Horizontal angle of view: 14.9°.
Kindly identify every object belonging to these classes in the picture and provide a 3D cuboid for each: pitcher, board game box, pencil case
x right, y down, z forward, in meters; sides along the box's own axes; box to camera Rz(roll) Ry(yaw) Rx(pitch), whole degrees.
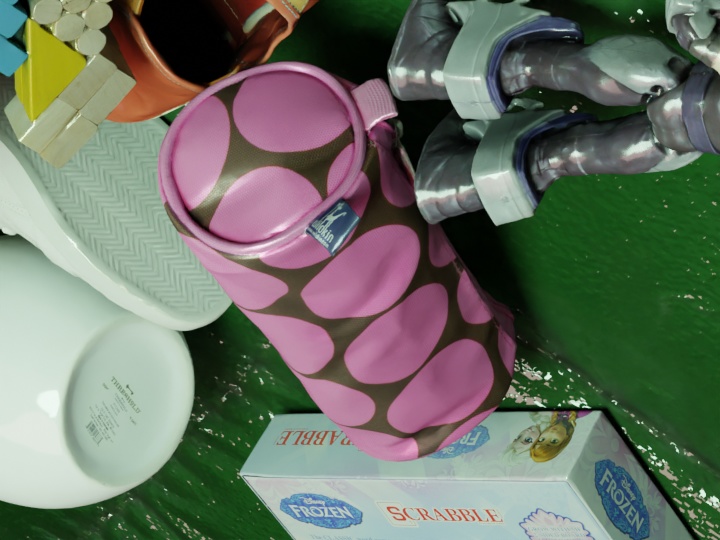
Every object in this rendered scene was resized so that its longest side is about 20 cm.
[{"bbox_3d":[-0.159,0.055,1.295,0.199,0.122,0.172,14,150,44],"label":"pitcher"},{"bbox_3d":[0.074,0.144,1.276,0.199,0.041,0.200,-3,135,42],"label":"board game box"},{"bbox_3d":[0.000,0.000,1.072,0.091,0.093,0.200,58,-178,32],"label":"pencil case"}]

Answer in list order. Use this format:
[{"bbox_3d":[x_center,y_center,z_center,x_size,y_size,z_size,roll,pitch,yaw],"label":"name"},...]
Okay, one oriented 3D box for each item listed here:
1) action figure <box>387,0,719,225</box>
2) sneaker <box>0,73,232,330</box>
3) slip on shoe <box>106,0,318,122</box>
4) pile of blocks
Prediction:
[{"bbox_3d":[0.107,-0.059,0.947,0.199,0.070,0.131,5,133,31],"label":"action figure"},{"bbox_3d":[-0.141,-0.037,1.195,0.200,0.074,0.116,43,150,1],"label":"sneaker"},{"bbox_3d":[-0.068,-0.097,1.050,0.074,0.061,0.200,40,149,-16],"label":"slip on shoe"},{"bbox_3d":[-0.121,-0.136,0.991,0.062,0.082,0.201,-122,33,-48],"label":"pile of blocks"}]
